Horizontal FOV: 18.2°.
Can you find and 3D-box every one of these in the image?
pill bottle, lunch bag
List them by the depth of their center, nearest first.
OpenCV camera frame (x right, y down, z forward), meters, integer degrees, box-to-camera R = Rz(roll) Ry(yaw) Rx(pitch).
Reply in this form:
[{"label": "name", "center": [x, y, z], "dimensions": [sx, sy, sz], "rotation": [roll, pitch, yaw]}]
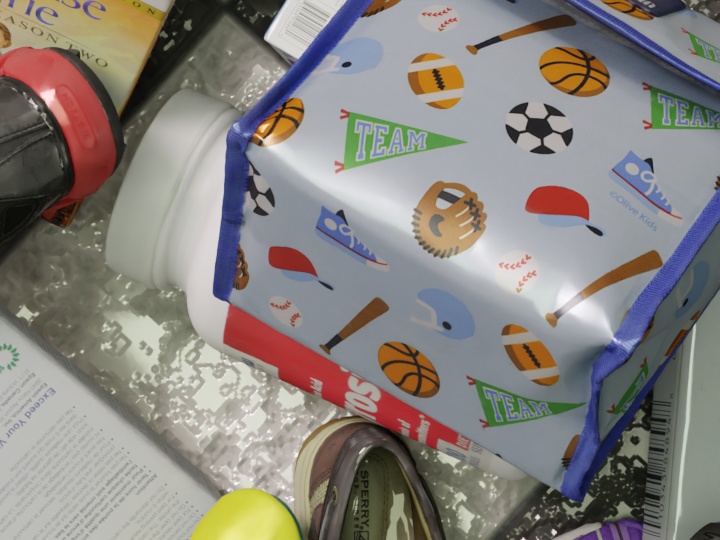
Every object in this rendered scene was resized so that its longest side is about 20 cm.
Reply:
[{"label": "lunch bag", "center": [0.067, -0.047, 0.846], "dimensions": [0.170, 0.124, 0.200], "rotation": [31, 54, 14]}, {"label": "pill bottle", "center": [0.000, 0.000, 0.946], "dimensions": [0.200, 0.112, 0.112], "rotation": [23, 89, 9]}]

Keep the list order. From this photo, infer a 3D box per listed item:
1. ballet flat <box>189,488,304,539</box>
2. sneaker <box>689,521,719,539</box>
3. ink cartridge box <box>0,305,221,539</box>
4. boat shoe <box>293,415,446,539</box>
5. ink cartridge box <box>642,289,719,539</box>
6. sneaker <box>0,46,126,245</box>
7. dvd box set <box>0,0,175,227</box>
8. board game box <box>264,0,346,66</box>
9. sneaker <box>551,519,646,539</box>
[{"label": "ballet flat", "center": [-0.070, 0.189, 0.935], "dimensions": [0.067, 0.067, 0.200], "rotation": [23, 107, 26]}, {"label": "sneaker", "center": [0.192, 0.153, 0.902], "dimensions": [0.200, 0.075, 0.078], "rotation": [45, 70, -34]}, {"label": "ink cartridge box", "center": [-0.161, 0.139, 0.969], "dimensions": [0.196, 0.043, 0.200], "rotation": [-46, 113, 2]}, {"label": "boat shoe", "center": [0.009, 0.162, 0.949], "dimensions": [0.073, 0.065, 0.200], "rotation": [-12, 90, -7]}, {"label": "ink cartridge box", "center": [0.222, 0.031, 0.941], "dimensions": [0.200, 0.043, 0.197], "rotation": [6, 86, -13]}, {"label": "sneaker", "center": [-0.184, -0.029, 0.911], "dimensions": [0.200, 0.098, 0.071], "rotation": [-20, 102, 48]}, {"label": "dvd box set", "center": [-0.160, -0.100, 0.923], "dimensions": [0.146, 0.200, 0.029], "rotation": [26, 59, -8]}, {"label": "board game box", "center": [0.036, -0.162, 0.942], "dimensions": [0.034, 0.134, 0.200], "rotation": [31, 91, 8]}, {"label": "sneaker", "center": [0.140, 0.195, 0.935], "dimensions": [0.083, 0.081, 0.200], "rotation": [-27, 88, -13]}]
